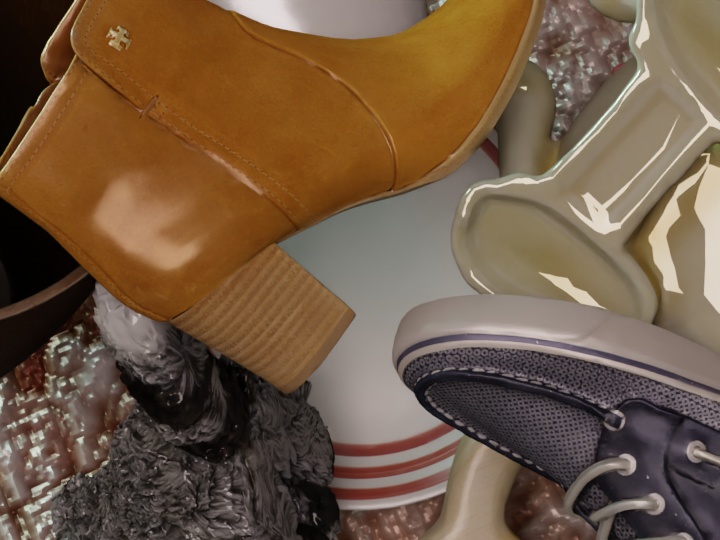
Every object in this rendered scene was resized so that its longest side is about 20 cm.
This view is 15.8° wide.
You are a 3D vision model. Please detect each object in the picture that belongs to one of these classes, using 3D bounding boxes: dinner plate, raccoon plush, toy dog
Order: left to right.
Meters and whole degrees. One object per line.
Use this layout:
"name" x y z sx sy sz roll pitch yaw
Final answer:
"raccoon plush" -0.095 0.068 1.027 0.133 0.097 0.201 -8 124 24
"dinner plate" 0.000 0.000 1.092 0.199 0.024 0.202 -1 83 10
"toy dog" 0.139 -0.037 0.982 0.193 0.200 0.140 32 104 -1

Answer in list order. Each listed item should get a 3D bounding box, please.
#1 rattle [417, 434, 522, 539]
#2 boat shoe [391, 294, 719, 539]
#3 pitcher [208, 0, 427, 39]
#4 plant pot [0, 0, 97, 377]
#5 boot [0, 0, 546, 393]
"rattle" 0.073 0.127 1.006 0.200 0.143 0.131 -35 111 -4
"boat shoe" 0.100 0.078 0.881 0.199 0.075 0.093 16 61 -2
"pitcher" -0.070 -0.136 1.028 0.121 0.171 0.201 -43 65 26
"plant pot" -0.176 -0.024 1.024 0.186 0.200 0.188 4 65 -8
"boot" -0.031 -0.071 0.927 0.144 0.071 0.202 40 68 -14
